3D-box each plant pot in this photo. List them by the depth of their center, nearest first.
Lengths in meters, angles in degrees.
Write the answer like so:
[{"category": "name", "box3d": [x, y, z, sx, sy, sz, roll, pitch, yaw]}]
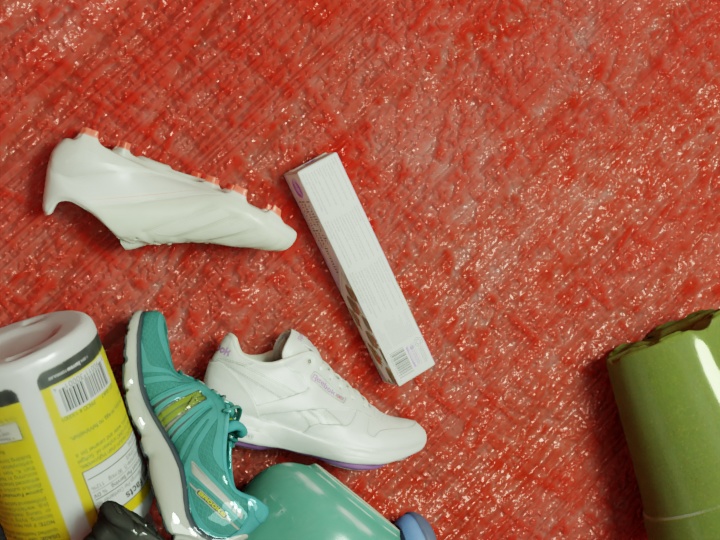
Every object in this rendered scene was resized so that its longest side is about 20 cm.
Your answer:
[{"category": "plant pot", "box3d": [0.307, 0.138, 1.112, 0.199, 0.200, 0.191, -23, 87, -18]}]

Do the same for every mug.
[{"category": "mug", "box3d": [-0.026, 0.232, 0.997, 0.185, 0.152, 0.115, 42, 82, -32]}]

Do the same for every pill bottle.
[{"category": "pill bottle", "box3d": [-0.221, 0.142, 0.935, 0.114, 0.114, 0.201, -21, 107, -18]}]

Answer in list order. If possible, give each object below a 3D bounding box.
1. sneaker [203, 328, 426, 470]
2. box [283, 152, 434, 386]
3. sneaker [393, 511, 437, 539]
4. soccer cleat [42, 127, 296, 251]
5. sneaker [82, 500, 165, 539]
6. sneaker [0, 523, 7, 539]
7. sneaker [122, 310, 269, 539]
[{"category": "sneaker", "box3d": [-0.032, 0.105, 1.027, 0.199, 0.075, 0.100, 14, 89, -20]}, {"category": "box", "box3d": [0.000, 0.000, 1.054, 0.041, 0.039, 0.201, -30, 102, -18]}, {"category": "sneaker", "box3d": [0.019, 0.302, 1.058, 0.082, 0.074, 0.202, 10, 88, -18]}, {"category": "soccer cleat", "box3d": [-0.149, -0.045, 0.987, 0.199, 0.069, 0.078, 21, 90, -13]}, {"category": "sneaker", "box3d": [-0.147, 0.249, 0.908, 0.091, 0.076, 0.200, -48, 126, -15]}, {"category": "sneaker", "box3d": [-0.280, 0.238, 0.922, 0.075, 0.114, 0.202, -11, 96, -20]}, {"category": "sneaker", "box3d": [-0.128, 0.118, 0.960, 0.079, 0.078, 0.201, -22, 67, -3]}]
